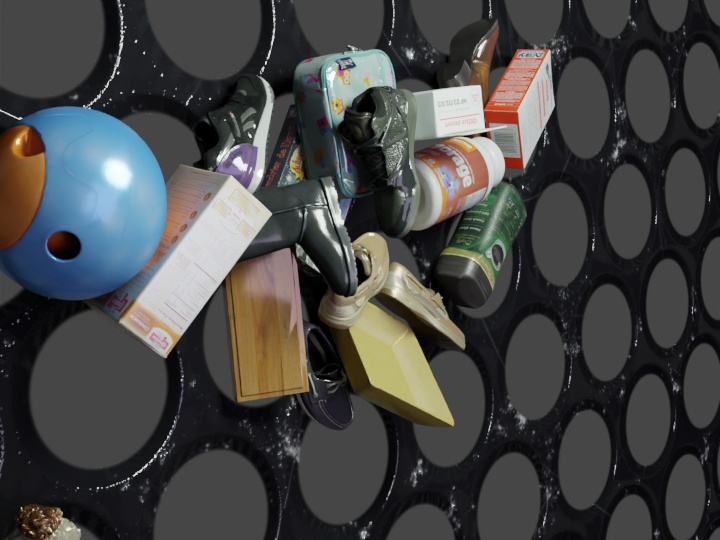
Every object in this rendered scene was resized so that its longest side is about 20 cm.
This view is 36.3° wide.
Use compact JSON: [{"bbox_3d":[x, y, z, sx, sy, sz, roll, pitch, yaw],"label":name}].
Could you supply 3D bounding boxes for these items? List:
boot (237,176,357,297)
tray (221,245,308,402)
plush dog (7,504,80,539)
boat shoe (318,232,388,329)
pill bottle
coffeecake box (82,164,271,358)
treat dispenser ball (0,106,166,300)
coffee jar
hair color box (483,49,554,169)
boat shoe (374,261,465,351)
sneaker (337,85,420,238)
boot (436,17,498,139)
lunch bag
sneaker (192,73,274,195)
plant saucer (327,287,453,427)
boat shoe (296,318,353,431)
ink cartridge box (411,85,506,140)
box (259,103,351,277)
[{"bbox_3d":[-0.116,-0.027,1.379,0.198,0.066,0.166,-11,73,-19],"label":"boot"},{"bbox_3d":[-0.126,0.064,1.438,0.098,0.037,0.202,-7,96,-16],"label":"tray"},{"bbox_3d":[-0.356,0.346,1.181,0.201,0.159,0.173,86,20,-47],"label":"plush dog"},{"bbox_3d":[0.000,0.000,1.530,0.201,0.071,0.065,-65,174,-52],"label":"boat shoe"},{"bbox_3d":[0.133,-0.142,1.690,0.199,0.111,0.113,-26,110,-44],"label":"pill bottle"},{"bbox_3d":[-0.214,-0.016,1.251,0.073,0.153,0.201,43,77,-30],"label":"coffeecake box"},{"bbox_3d":[-0.304,-0.070,1.156,0.200,0.200,0.203,-1,92,-47],"label":"treat dispenser ball"},{"bbox_3d":[0.193,-0.042,1.774,0.201,0.085,0.105,-62,141,-27],"label":"coffee jar"},{"bbox_3d":[0.266,-0.270,1.821,0.201,0.063,0.112,-57,145,-43],"label":"hair color box"},{"bbox_3d":[0.104,0.059,1.692,0.200,0.071,0.065,41,63,-38],"label":"boat shoe"},{"bbox_3d":[0.021,-0.144,1.430,0.114,0.076,0.202,3,86,-46],"label":"sneaker"},{"bbox_3d":[0.209,-0.289,1.804,0.201,0.068,0.189,58,41,-37],"label":"boot"},{"bbox_3d":[-0.008,-0.205,1.505,0.160,0.077,0.202,-20,106,-44],"label":"lunch bag"},{"bbox_3d":[-0.162,-0.185,1.367,0.087,0.076,0.201,26,43,-30],"label":"sneaker"},{"bbox_3d":[0.030,0.132,1.572,0.199,0.048,0.201,32,26,-43],"label":"plant saucer"},{"bbox_3d":[-0.053,0.150,1.531,0.073,0.062,0.201,-48,124,-35],"label":"boat shoe"},{"bbox_3d":[0.099,-0.225,1.587,0.115,0.199,0.069,-17,103,-45],"label":"ink cartridge box"},{"bbox_3d":[-0.072,-0.110,1.523,0.136,0.037,0.202,34,66,-42],"label":"box"}]
